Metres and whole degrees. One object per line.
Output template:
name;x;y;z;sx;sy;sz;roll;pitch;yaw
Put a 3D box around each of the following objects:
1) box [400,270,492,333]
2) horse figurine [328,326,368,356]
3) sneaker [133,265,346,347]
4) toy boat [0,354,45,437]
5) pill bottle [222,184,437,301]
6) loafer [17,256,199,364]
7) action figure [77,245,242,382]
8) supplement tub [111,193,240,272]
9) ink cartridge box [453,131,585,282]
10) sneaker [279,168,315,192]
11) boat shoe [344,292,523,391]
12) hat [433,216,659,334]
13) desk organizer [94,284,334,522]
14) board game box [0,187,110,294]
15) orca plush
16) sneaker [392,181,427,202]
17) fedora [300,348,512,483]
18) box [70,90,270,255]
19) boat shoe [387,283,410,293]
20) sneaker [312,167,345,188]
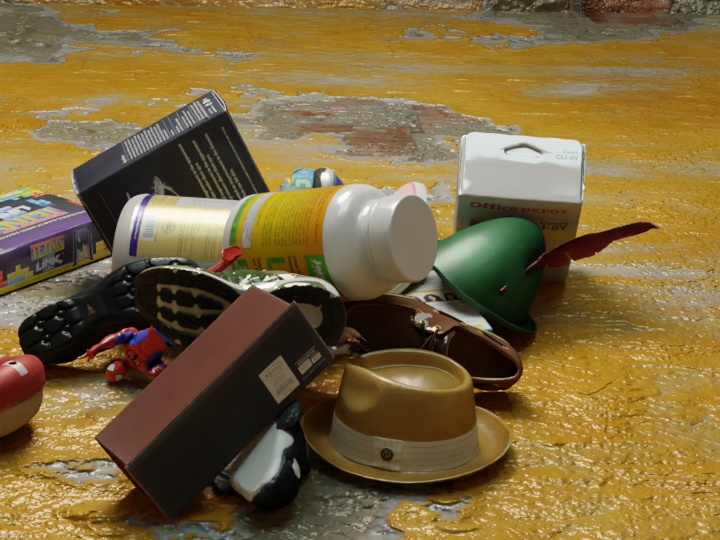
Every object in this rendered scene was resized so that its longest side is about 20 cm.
box;0.075;0.050;1.657;0.081;0.050;0.200;-3;21;-12
horse figurine;-0.079;0.068;1.481;0.131;0.051;0.200;-12;0;-14
sneaker;-0.109;0.028;1.403;0.197;0.078;0.089;8;17;1
toy boat;-0.388;0.082;1.413;0.198;0.132;0.130;11;22;24
pill bottle;-0.028;-0.026;1.476;0.198;0.112;0.111;-3;14;37
loafer;-0.254;0.042;1.563;0.199;0.069;0.070;-23;-15;-6
action figure;-0.191;0.061;1.471;0.199;0.065;0.099;-38;2;29
supplement tub;-0.158;-0.005;1.648;0.197;0.147;0.146;5;20;6
ink cartridge box;0.181;-0.069;1.775;0.143;0.201;0.084;4;63;4
sneaker;-0.077;-0.046;1.787;0.079;0.132;0.200;6;21;7
boat shoe;0.070;0.069;1.495;0.198;0.073;0.068;18;-3;-13
hat;0.184;-0.046;1.668;0.166;0.177;0.199;45;15;26
desk organizer;-0.127;0.109;1.311;0.200;0.072;0.077;-44;33;-15
board game box;-0.422;-0.040;1.849;0.164;0.057;0.199;14;24;33
orca plush;-0.081;0.166;1.356;0.071;0.105;0.200;42;-8;-23
sneaker;0.031;-0.063;1.921;0.103;0.076;0.201;7;24;-2
fedora;0.043;0.125;1.405;0.198;0.083;0.201;1;20;0
box;-0.216;-0.091;1.770;0.199;0.149;0.104;-28;24;-4
boat shoe;0.000;0.000;1.636;0.073;0.070;0.200;9;35;34
sneaker;-0.011;-0.051;1.726;0.076;0.201;0.076;-1;59;13
